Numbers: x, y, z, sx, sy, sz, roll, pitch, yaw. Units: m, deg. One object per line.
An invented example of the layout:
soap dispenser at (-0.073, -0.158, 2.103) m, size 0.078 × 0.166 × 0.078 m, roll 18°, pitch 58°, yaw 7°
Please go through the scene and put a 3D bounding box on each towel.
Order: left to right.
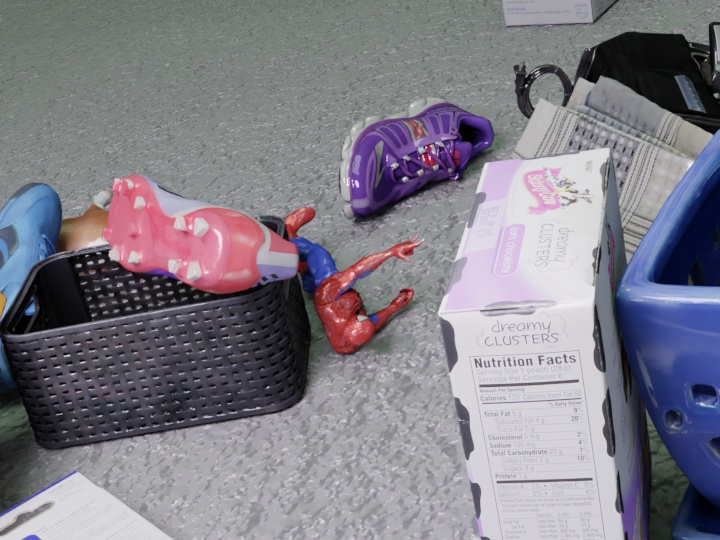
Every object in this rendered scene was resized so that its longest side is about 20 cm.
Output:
towel at (0.143, -0.033, 0.893) m, size 0.201 × 0.034 × 0.193 m, roll -59°, pitch 28°, yaw 7°

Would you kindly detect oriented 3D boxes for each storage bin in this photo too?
storage bin at (-0.143, 0.042, 0.946) m, size 0.198 × 0.095 × 0.136 m, roll -9°, pitch 25°, yaw 5°

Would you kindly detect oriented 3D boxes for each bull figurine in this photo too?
bull figurine at (-0.257, -0.018, 1.160) m, size 0.198 × 0.066 × 0.121 m, roll -15°, pitch 22°, yaw -9°

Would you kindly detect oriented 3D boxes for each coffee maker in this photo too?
coffee maker at (0.222, -0.094, 1.019) m, size 0.190 × 0.136 × 0.200 m, roll -12°, pitch 26°, yaw 12°

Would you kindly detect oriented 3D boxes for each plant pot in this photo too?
plant pot at (0.254, 0.045, 0.647) m, size 0.198 × 0.181 × 0.200 m, roll 3°, pitch 28°, yaw 30°

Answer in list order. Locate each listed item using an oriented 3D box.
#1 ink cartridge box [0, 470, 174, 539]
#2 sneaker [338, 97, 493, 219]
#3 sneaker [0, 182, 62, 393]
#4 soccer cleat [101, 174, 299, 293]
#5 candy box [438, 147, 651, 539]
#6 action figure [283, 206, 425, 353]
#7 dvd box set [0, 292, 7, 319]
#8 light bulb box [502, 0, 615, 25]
ink cartridge box at (-0.148, 0.179, 0.730) m, size 0.094 × 0.037 × 0.199 m, roll -29°, pitch 32°, yaw -30°
sneaker at (0.052, -0.107, 1.186) m, size 0.083 × 0.081 × 0.200 m, roll 15°, pitch 35°, yaw 35°
sneaker at (-0.265, 0.014, 1.044) m, size 0.078 × 0.066 × 0.201 m, roll -2°, pitch 51°, yaw 21°
soccer cleat at (-0.118, -0.023, 0.905) m, size 0.076 × 0.067 × 0.199 m, roll 10°, pitch 5°, yaw -33°
candy box at (0.100, 0.065, 0.655) m, size 0.071 × 0.202 × 0.168 m, roll -5°, pitch 25°, yaw 16°
action figure at (0.000, 0.000, 0.995) m, size 0.098 × 0.066 × 0.200 m, roll -23°, pitch 25°, yaw -1°
dvd box set at (-0.283, 0.110, 0.837) m, size 0.029 × 0.147 × 0.200 m, roll 28°, pitch 17°, yaw -17°
light bulb box at (0.255, -0.431, 1.617) m, size 0.124 × 0.202 × 0.198 m, roll 4°, pitch 29°, yaw 30°
